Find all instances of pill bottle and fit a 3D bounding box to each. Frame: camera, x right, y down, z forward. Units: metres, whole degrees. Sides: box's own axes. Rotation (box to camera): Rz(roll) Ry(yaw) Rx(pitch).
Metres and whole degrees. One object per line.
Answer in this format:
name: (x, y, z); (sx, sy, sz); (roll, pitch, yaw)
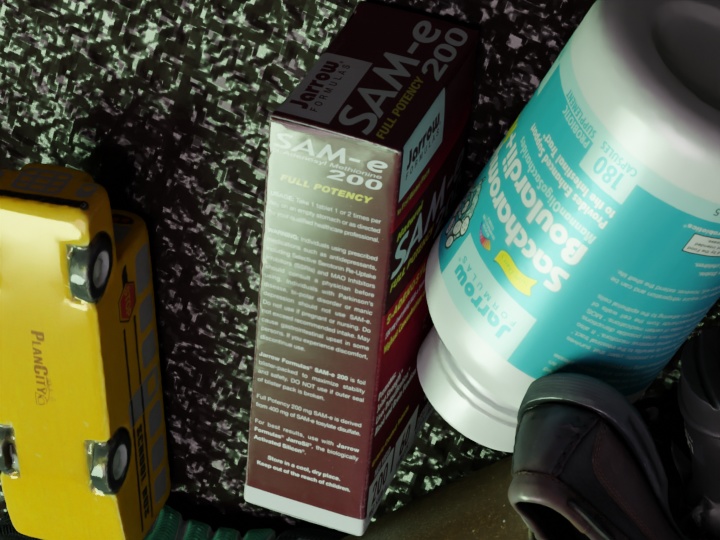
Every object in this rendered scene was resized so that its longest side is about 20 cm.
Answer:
pill bottle: (0.097, -0.014, 1.043); (0.110, 0.111, 0.201); (32, 127, -1)

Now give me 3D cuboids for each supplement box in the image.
supplement box: (0.000, 0.000, 1.094); (0.060, 0.109, 0.201); (15, 126, 14)

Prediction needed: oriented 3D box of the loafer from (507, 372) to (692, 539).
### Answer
loafer: (0.108, 0.132, 1.045); (0.071, 0.063, 0.201); (-4, 130, 35)

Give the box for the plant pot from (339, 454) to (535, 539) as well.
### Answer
plant pot: (0.021, 0.189, 1.140); (0.199, 0.187, 0.188); (-16, 115, 20)

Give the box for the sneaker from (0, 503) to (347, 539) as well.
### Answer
sneaker: (-0.088, 0.169, 1.264); (0.198, 0.075, 0.088); (10, 129, 15)

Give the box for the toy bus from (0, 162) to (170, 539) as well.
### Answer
toy bus: (-0.134, 0.039, 1.192); (0.065, 0.078, 0.201); (9, 124, 17)

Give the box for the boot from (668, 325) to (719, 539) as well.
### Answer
boot: (0.218, 0.090, 1.084); (0.196, 0.074, 0.163); (-5, 135, 1)
